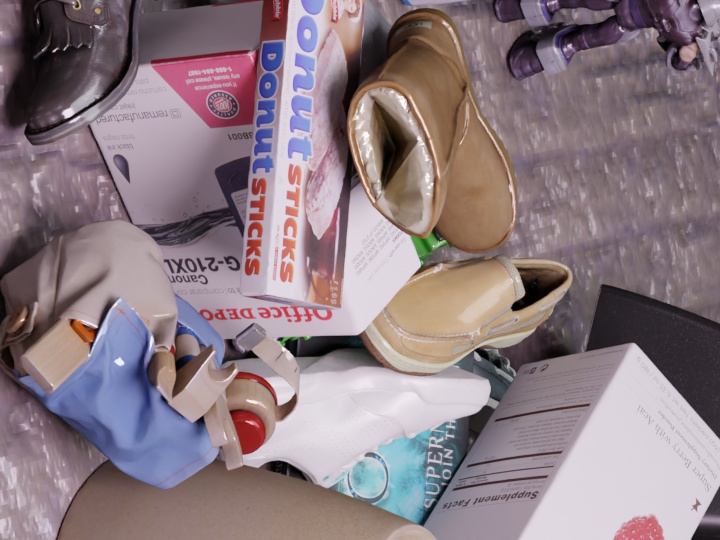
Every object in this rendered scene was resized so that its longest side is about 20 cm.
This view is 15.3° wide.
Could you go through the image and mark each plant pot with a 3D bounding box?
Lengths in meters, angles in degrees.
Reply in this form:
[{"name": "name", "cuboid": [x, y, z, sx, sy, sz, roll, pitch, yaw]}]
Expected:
[{"name": "plant pot", "cuboid": [-0.052, 0.200, 1.609, 0.187, 0.200, 0.188, 7, 82, -56]}, {"name": "plant pot", "cuboid": [0.256, 0.153, 2.044, 0.200, 0.177, 0.200, 72, 30, -59]}]

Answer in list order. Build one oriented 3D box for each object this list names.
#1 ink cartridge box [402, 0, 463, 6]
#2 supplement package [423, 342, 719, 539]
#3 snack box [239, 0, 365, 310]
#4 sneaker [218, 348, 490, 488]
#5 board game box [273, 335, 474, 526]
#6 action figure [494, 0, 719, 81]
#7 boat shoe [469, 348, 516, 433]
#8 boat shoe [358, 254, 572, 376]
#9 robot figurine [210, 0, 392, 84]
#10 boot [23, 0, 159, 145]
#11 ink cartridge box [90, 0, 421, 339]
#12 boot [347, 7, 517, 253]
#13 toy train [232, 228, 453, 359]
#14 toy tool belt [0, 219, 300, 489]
[{"name": "ink cartridge box", "cuboid": [0.055, -0.313, 1.924, 0.146, 0.086, 0.200, 44, 50, -46]}, {"name": "supplement package", "cuboid": [0.137, 0.166, 1.784, 0.121, 0.120, 0.200, 47, 57, -22]}, {"name": "snack box", "cuboid": [-0.033, -0.080, 1.563, 0.072, 0.024, 0.200, 12, 80, -51]}, {"name": "sneaker", "cuboid": [-0.008, 0.101, 1.752, 0.200, 0.075, 0.089, -1, 102, -29]}, {"name": "board game box", "cuboid": [0.009, 0.095, 1.807, 0.135, 0.028, 0.200, 10, 75, -24]}, {"name": "action figure", "cuboid": [0.201, -0.200, 2.029, 0.069, 0.200, 0.130, -53, 130, -45]}, {"name": "boat shoe", "cuboid": [0.095, 0.082, 1.958, 0.200, 0.073, 0.062, 26, 69, -47]}, {"name": "boat shoe", "cuboid": [0.072, 0.016, 1.755, 0.200, 0.076, 0.072, -16, 74, -57]}, {"name": "robot figurine", "cuboid": [-0.021, -0.122, 1.762, 0.200, 0.113, 0.170, 45, 33, -43]}, {"name": "boot", "cuboid": [-0.194, -0.192, 1.567, 0.174, 0.069, 0.200, 49, 44, -35]}, {"name": "ink cartridge box", "cuboid": [-0.070, -0.060, 1.655, 0.084, 0.145, 0.200, -49, 126, -44]}, {"name": "boot", "cuboid": [0.042, -0.061, 1.639, 0.200, 0.066, 0.175, -72, 141, -69]}, {"name": "toy train", "cuboid": [0.000, 0.000, 1.774, 0.200, 0.056, 0.042, -32, 91, -28]}, {"name": "toy tool belt", "cuboid": [-0.124, 0.073, 1.562, 0.200, 0.125, 0.123, 40, 26, -29]}]
